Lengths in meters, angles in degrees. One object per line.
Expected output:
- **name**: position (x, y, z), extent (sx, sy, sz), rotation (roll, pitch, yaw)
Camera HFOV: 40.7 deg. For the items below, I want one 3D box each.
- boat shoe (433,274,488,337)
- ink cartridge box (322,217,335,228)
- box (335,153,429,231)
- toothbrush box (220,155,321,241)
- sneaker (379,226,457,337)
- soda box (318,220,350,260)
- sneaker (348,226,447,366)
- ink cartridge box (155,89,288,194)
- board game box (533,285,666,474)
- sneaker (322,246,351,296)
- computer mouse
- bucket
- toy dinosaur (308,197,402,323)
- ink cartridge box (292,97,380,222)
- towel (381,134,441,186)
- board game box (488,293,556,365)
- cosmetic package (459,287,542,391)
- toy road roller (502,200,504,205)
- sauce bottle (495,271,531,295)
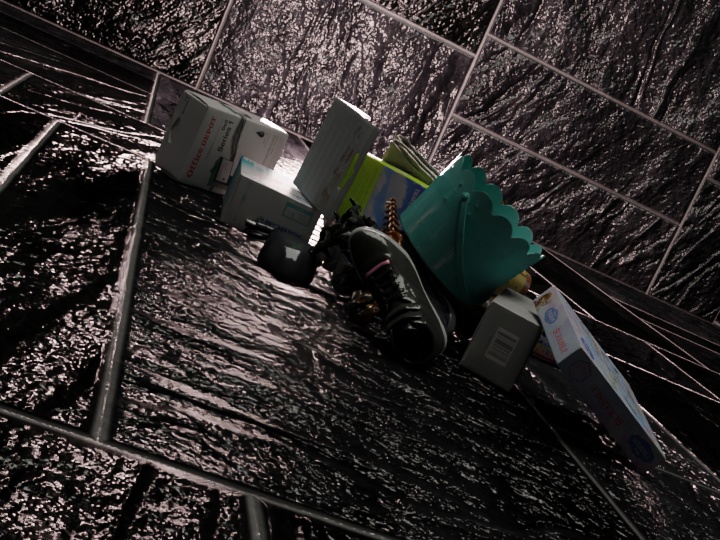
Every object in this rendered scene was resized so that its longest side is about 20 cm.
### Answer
- **boat shoe**: position (0.112, 0.043, 1.521), extent (0.198, 0.074, 0.075), rotation (31, 13, -5)
- **ink cartridge box**: position (0.032, -0.102, 1.822), extent (0.198, 0.083, 0.148), rotation (28, -28, 13)
- **box**: position (0.029, -0.115, 1.594), extent (0.198, 0.124, 0.047), rotation (32, 14, 28)
- **toothbrush box**: position (-0.149, -0.109, 1.604), extent (0.144, 0.086, 0.200), rotation (24, 12, -11)
- **sneaker**: position (0.062, 0.015, 1.418), extent (0.087, 0.075, 0.201), rotation (-2, 50, -49)
- **soda box**: position (-0.003, -0.040, 1.671), extent (0.068, 0.064, 0.199), rotation (30, 12, 21)
- **sneaker**: position (0.046, 0.034, 1.239), extent (0.202, 0.070, 0.099), rotation (57, 12, -4)
- **ink cartridge box**: position (-0.246, -0.216, 1.728), extent (0.198, 0.148, 0.084), rotation (12, 18, -49)
- **board game box**: position (0.315, 0.141, 1.298), extent (0.200, 0.041, 0.201), rotation (51, 14, -15)
- **sneaker**: position (0.000, 0.000, 1.473), extent (0.086, 0.075, 0.200), rotation (29, 11, -15)
- **computer mouse**: position (-0.106, -0.033, 1.423), extent (0.137, 0.053, 0.200), rotation (24, 11, -11)
- **bucket**: position (0.164, -0.056, 1.446), extent (0.207, 0.134, 0.208), rotation (46, 16, -17)
- **toy dinosaur**: position (0.009, -0.022, 1.358), extent (0.135, 0.102, 0.201), rotation (36, 30, -17)
- **ink cartridge box**: position (-0.027, -0.171, 1.529), extent (0.047, 0.162, 0.200), rotation (23, 12, -29)
- **towel**: position (0.074, -0.132, 1.652), extent (0.133, 0.200, 0.034), rotation (47, 58, 7)
- **board game box**: position (0.291, 0.096, 1.725), extent (0.163, 0.057, 0.200), rotation (26, 10, -10)
- **cosmetic package**: position (0.215, 0.096, 1.411), extent (0.089, 0.108, 0.200), rotation (27, 9, 8)
- **toy road roller**: position (0.206, -0.053, 1.729), extent (0.121, 0.149, 0.200), rotation (-17, -8, 5)
- **sauce bottle**: position (0.205, -0.020, 1.652), extent (0.199, 0.066, 0.066), rotation (35, 6, -23)
